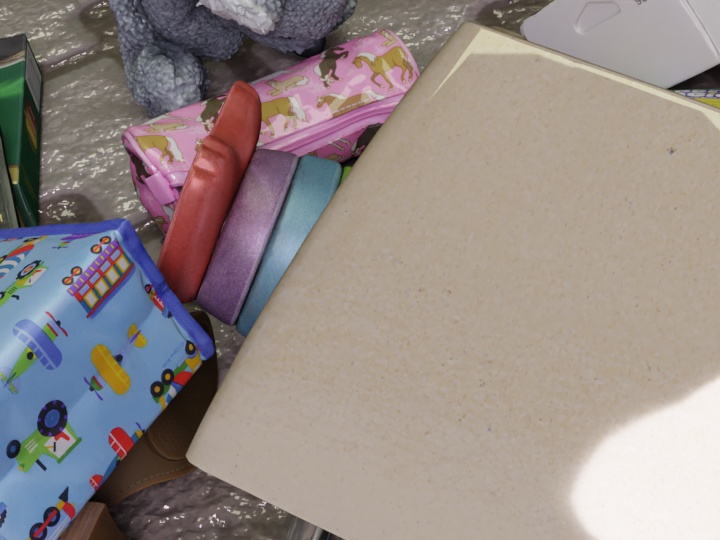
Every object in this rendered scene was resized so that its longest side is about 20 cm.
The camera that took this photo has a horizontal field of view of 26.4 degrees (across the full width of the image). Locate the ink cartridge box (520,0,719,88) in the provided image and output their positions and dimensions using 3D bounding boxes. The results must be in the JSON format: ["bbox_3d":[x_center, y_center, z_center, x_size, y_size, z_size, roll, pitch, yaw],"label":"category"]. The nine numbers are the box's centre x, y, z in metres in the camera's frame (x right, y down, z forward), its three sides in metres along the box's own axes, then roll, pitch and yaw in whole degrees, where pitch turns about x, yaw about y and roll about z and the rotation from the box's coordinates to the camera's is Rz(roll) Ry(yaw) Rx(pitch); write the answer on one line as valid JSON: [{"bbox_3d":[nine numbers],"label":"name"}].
[{"bbox_3d":[0.221,-0.192,0.987,0.200,0.084,0.144,-39,7,-29],"label":"ink cartridge box"}]

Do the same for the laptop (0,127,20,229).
[{"bbox_3d":[-0.318,-0.036,0.923,0.199,0.103,0.178,-18,63,0],"label":"laptop"}]

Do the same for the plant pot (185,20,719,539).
[{"bbox_3d":[0.085,0.016,0.579,0.199,0.178,0.200,22,8,17],"label":"plant pot"}]

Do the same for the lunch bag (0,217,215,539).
[{"bbox_3d":[-0.199,0.047,0.761,0.199,0.094,0.151,11,52,43],"label":"lunch bag"}]

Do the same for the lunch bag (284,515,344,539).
[{"bbox_3d":[0.011,0.174,0.576,0.117,0.165,0.200,17,7,-41],"label":"lunch bag"}]

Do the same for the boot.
[{"bbox_3d":[-0.170,0.093,0.813,0.154,0.077,0.201,3,49,24],"label":"boot"}]

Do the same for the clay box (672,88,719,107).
[{"bbox_3d":[0.155,-0.068,0.876,0.114,0.048,0.200,1,19,22],"label":"clay box"}]

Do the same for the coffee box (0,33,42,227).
[{"bbox_3d":[-0.286,-0.089,1.069,0.122,0.044,0.201,-12,40,0],"label":"coffee box"}]

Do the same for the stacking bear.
[{"bbox_3d":[0.000,0.000,0.815,0.199,0.114,0.122,22,29,-4],"label":"stacking bear"}]

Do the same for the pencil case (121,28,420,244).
[{"bbox_3d":[-0.050,-0.088,0.982,0.199,0.083,0.087,-24,65,-16],"label":"pencil case"}]

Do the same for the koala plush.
[{"bbox_3d":[-0.073,-0.203,1.008,0.177,0.185,0.200,-32,25,-22],"label":"koala plush"}]
